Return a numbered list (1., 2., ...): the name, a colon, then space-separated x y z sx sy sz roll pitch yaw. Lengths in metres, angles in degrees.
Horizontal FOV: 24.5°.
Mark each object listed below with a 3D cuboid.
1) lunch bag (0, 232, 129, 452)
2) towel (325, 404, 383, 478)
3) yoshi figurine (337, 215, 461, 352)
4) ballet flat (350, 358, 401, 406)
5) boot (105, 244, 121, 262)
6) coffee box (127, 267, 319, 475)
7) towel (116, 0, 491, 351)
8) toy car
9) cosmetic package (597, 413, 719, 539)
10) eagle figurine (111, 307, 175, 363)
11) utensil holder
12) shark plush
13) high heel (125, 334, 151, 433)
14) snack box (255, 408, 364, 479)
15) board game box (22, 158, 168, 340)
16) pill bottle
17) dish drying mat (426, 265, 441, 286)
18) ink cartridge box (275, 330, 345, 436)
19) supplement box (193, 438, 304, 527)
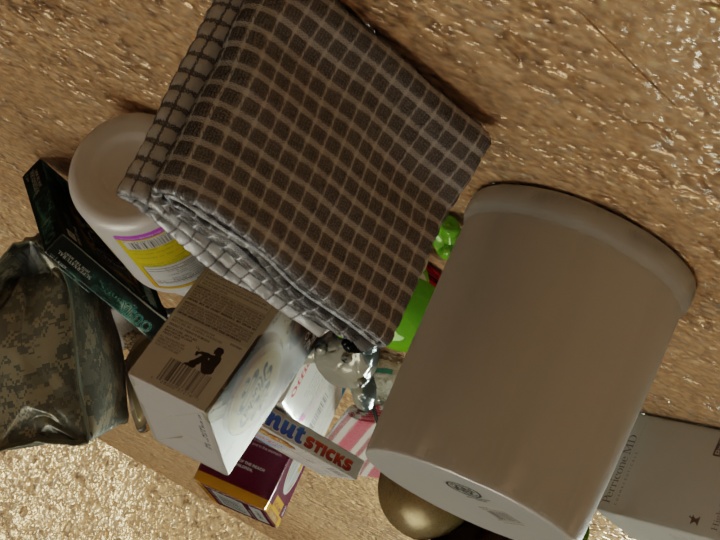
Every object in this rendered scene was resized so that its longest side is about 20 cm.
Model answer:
1. lunch bag: -0.296 0.061 1.571 0.117 0.200 0.164 -5 -178 5
2. towel: 0.058 0.188 1.768 0.200 0.030 0.146 11 149 -15
3. yoshi figurine: 0.018 -0.001 1.244 0.112 0.112 0.200 12 164 23
4. ballet flat: 0.039 0.144 1.778 0.072 0.072 0.200 20 166 20
5. boot: -0.210 -0.037 1.567 0.075 0.074 0.200 23 169 35
6. coffee box: -0.096 0.051 1.375 0.080 0.200 0.113 24 152 20
7. towel: -0.025 -0.063 0.990 0.200 0.166 0.086 35 156 -33
8. toy car: 0.079 0.197 1.510 0.200 0.158 0.164 59 153 -7
9. cosmetic package: 0.310 0.194 1.431 0.200 0.102 0.074 7 156 47
10. eagle figurine: -0.203 0.086 1.871 0.200 0.151 0.152 33 157 14
11. utensil holder: 0.113 0.068 1.131 0.170 0.200 0.170 24 165 7
12. shark plush: -0.007 0.053 1.456 0.091 0.083 0.200 33 166 10
13. high heel: -0.167 0.093 1.687 0.071 0.200 0.143 1 152 28
14. snack box: -0.093 0.142 1.560 0.200 0.024 0.072 33 163 -25
15. board game box: -0.250 -0.022 1.560 0.135 0.028 0.200 43 -174 -27
16. pill bottle: -0.165 -0.045 1.388 0.104 0.104 0.200 21 164 17
17. dish drying mat: 0.000 0.000 1.441 0.200 0.018 0.077 7 157 48
18. ink cartridge box: -0.088 0.073 1.616 0.125 0.129 0.200 21 163 17
19. supplement box: -0.091 0.160 1.772 0.086 0.200 0.110 22 165 11
